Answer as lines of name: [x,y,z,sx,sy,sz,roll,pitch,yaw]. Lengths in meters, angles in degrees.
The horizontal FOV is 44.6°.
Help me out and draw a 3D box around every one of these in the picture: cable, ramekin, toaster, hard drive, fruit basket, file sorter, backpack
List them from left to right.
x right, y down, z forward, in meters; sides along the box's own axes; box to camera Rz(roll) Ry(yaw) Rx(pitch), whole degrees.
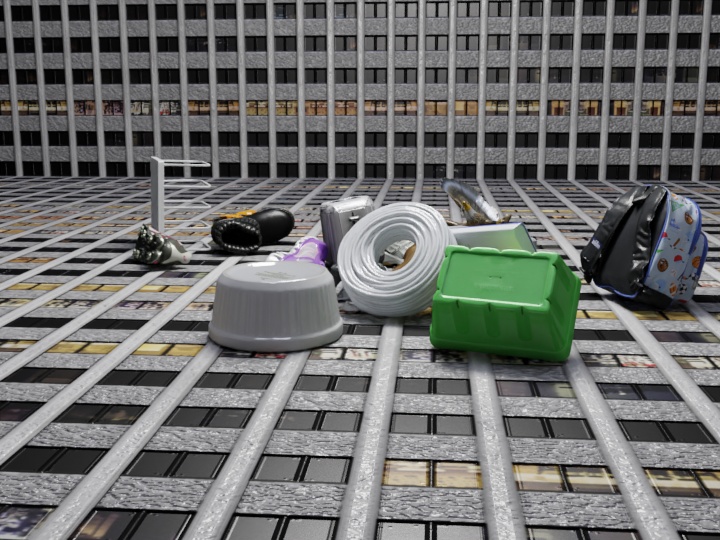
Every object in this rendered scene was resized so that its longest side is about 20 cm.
file sorter: [-0.407,-0.150,1.987,0.122,0.205,0.138,-2,11,-21]
ramekin: [-0.124,0.046,1.282,0.198,0.096,0.203,-1,12,0]
toaster: [-0.021,-0.076,1.735,0.111,0.132,0.200,-10,6,-7]
cable: [0.059,-0.021,1.413,0.197,0.203,0.070,10,-28,29]
hard drive: [0.218,-0.009,1.387,0.025,0.134,0.199,-33,13,-21]
fruit basket: [0.206,0.054,1.231,0.211,0.158,0.217,14,-29,8]
backpack: [0.491,-0.042,1.473,0.151,0.194,0.200,13,7,-19]

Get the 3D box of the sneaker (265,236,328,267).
sneaker: [-0.098,-0.004,1.598,0.087,0.082,0.200,11,20,20]

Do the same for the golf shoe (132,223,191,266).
golf shoe: [-0.420,-0.043,1.831,0.087,0.079,0.199,17,4,-30]

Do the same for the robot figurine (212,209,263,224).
robot figurine: [-0.270,-0.116,2.176,0.143,0.060,0.198,8,13,37]

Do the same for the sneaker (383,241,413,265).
sneaker: [0.099,-0.052,1.783,0.197,0.090,0.075,8,12,29]

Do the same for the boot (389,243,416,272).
boot: [0.085,-0.003,1.606,0.074,0.075,0.200,-10,14,1]

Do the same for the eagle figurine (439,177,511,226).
eagle figurine: [0.232,-0.101,1.859,0.150,0.154,0.199,-21,28,-33]

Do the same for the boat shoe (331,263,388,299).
boat shoe: [-0.003,0.000,1.574,0.072,0.070,0.198,6,12,29]

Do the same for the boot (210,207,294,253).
boot: [-0.234,-0.090,1.980,0.207,0.081,0.158,-15,8,-16]

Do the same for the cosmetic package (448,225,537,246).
cosmetic package: [0.212,-0.015,1.556,0.089,0.109,0.199,-8,15,-32]
